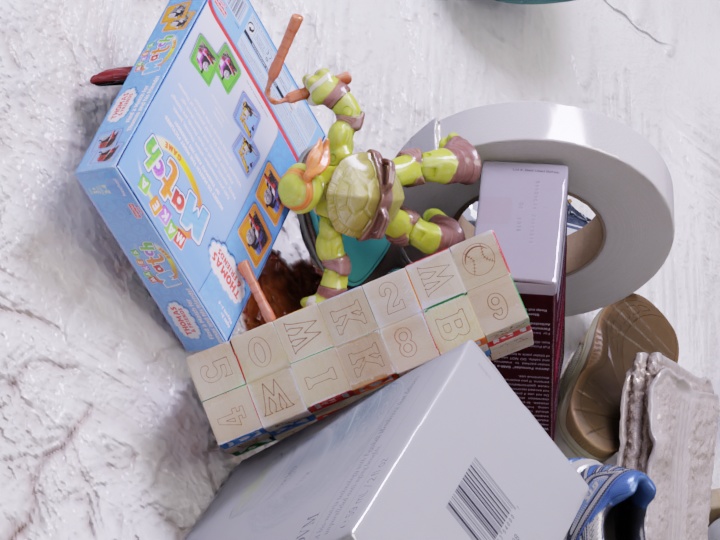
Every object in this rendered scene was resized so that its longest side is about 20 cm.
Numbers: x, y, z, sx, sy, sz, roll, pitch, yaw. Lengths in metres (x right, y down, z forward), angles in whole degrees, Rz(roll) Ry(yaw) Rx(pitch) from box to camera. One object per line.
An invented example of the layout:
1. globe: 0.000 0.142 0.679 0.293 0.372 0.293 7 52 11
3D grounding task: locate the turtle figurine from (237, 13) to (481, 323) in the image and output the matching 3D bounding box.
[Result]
1. turtle figurine: 0.004 -0.058 1.708 0.161 0.064 0.201 1 91 -43

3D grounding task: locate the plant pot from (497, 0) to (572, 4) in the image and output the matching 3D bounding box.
1. plant pot: 0.144 -0.297 2.082 0.200 0.200 0.161 7 74 -50

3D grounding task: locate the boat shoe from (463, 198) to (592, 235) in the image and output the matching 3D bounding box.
1. boat shoe: 0.127 -0.045 1.974 0.200 0.071 0.091 19 53 -36

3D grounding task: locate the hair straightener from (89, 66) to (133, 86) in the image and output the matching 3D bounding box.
1. hair straightener: -0.103 -0.099 1.768 0.200 0.041 0.077 -13 95 -60

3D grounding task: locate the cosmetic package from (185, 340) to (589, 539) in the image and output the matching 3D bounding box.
1. cosmetic package: -0.006 0.170 1.552 0.123 0.200 0.199 51 36 -11

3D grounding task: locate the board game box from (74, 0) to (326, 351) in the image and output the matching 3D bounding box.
1. board game box: -0.096 -0.073 1.696 0.151 0.037 0.200 60 36 -34

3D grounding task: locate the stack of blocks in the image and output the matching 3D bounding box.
1. stack of blocks: 0.002 0.048 1.649 0.115 0.200 0.059 63 5 -80

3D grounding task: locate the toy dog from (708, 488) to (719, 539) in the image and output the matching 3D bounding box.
1. toy dog: 0.323 0.234 2.020 0.200 0.096 0.132 27 48 -40

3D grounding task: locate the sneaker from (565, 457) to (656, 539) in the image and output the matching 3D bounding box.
1. sneaker: 0.158 0.222 1.802 0.077 0.085 0.201 14 75 -47

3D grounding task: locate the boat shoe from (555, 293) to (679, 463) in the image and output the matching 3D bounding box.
1. boat shoe: 0.174 0.084 1.964 0.072 0.065 0.200 43 36 -6

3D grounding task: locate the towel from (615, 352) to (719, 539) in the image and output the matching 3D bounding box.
1. towel: 0.215 0.164 1.912 0.132 0.034 0.201 25 68 -60

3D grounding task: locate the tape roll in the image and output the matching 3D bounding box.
1. tape roll: 0.114 -0.039 1.850 0.203 0.203 0.037 34 43 -34

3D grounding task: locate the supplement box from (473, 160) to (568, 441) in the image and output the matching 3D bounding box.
1. supplement box: 0.106 0.034 1.813 0.200 0.061 0.109 86 10 -47

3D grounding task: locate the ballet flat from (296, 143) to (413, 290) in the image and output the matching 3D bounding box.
1. ballet flat: 0.000 0.000 1.792 0.067 0.064 0.200 -51 120 -27
